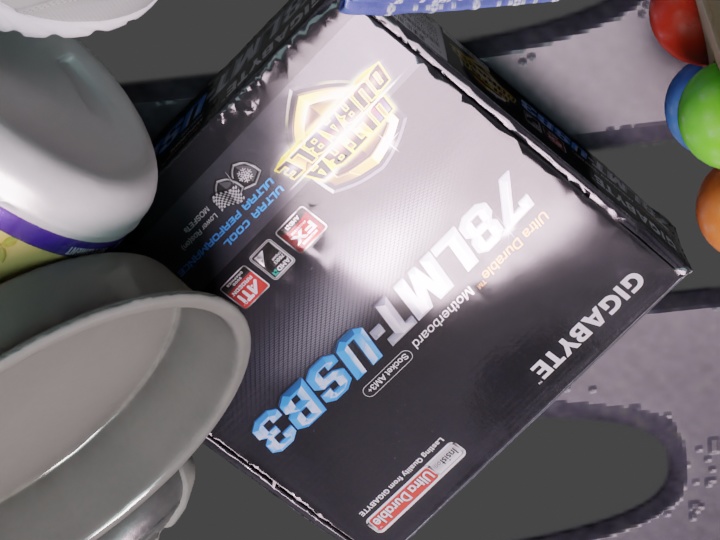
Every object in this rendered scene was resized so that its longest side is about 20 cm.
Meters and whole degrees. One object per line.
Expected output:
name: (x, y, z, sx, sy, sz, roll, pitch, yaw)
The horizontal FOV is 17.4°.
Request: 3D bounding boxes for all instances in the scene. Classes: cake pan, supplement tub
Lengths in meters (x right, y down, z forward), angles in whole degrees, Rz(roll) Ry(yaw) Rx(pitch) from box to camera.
cake pan: (-0.134, 0.065, 0.903, 0.200, 0.200, 0.037, -46, 67, 19)
supplement tub: (-0.191, -0.010, 0.914, 0.145, 0.146, 0.200, 37, 111, -20)

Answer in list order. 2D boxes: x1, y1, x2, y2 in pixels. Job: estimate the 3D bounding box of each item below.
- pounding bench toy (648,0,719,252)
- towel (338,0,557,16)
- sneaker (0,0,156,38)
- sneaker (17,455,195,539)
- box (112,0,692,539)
pounding bench toy: (0.199, -0.047, 0.865, 0.155, 0.201, 0.125, -14, 140, 5)
towel: (0.078, -0.164, 0.853, 0.199, 0.024, 0.145, -9, 128, -42)
sneaker: (-0.140, -0.146, 0.850, 0.199, 0.075, 0.082, 18, 134, -40)
sneaker: (-0.169, 0.108, 1.018, 0.199, 0.076, 0.080, -21, 115, 8)
box: (0.000, 0.000, 0.984, 0.198, 0.050, 0.200, 39, 110, -20)
